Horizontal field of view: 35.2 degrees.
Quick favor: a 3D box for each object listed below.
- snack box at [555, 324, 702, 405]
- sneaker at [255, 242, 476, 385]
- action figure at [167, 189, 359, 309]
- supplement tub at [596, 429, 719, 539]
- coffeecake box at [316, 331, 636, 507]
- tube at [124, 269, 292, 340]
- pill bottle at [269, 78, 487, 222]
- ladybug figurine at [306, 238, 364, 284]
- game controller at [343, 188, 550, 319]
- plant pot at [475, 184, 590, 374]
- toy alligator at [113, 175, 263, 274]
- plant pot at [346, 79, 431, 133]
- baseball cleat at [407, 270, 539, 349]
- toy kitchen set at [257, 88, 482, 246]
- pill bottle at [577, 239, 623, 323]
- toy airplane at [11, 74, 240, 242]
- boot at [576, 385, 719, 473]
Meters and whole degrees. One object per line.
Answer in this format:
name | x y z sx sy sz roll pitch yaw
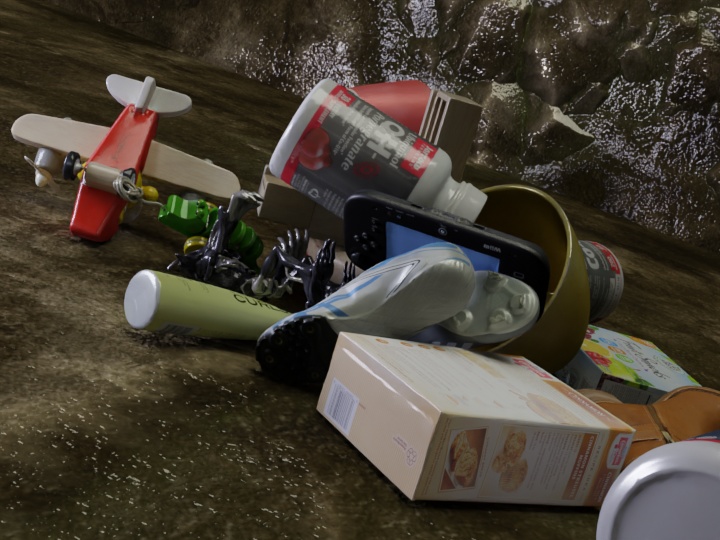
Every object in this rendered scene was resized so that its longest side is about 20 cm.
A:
snack box | 0.288 0.115 1.248 0.142 0.053 0.200 17 13 -13
sneaker | 0.004 0.037 0.971 0.199 0.072 0.073 -24 19 2
action figure | -0.095 -0.013 1.107 0.199 0.102 0.119 13 -12 34
supplement tub | 0.260 0.176 0.763 0.140 0.141 0.200 27 15 34
coffeecake box | 0.091 0.119 0.910 0.199 0.073 0.153 10 14 -33
tube | -0.117 0.039 1.018 0.200 0.052 0.058 14 40 -45
pill bottle | 0.020 -0.092 1.119 0.200 0.111 0.111 32 13 0
ladybug figurine | 0.000 0.000 1.281 0.135 0.072 0.200 14 14 -13
game controller | 0.076 -0.013 1.036 0.199 0.042 0.104 19 -29 16
plant pot | 0.156 0.034 1.167 0.142 0.200 0.200 41 -6 -42
toy alligator | -0.161 -0.049 1.173 0.200 0.054 0.059 37 41 -36
plant pot | 0.040 -0.309 2.402 0.177 0.201 0.200 -3 23 -34
baseball cleat | 0.080 0.051 1.035 0.199 0.070 0.106 -3 -32 31
toy kitchen set | 0.001 -0.130 1.260 0.199 0.181 0.163 14 13 -11
pill bottle | 0.246 0.013 1.477 0.114 0.114 0.200 29 16 39
toy airplane | -0.260 -0.118 1.257 0.199 0.141 0.200 -21 56 -29
boot | 0.292 0.157 1.020 0.199 0.077 0.155 13 12 -13
